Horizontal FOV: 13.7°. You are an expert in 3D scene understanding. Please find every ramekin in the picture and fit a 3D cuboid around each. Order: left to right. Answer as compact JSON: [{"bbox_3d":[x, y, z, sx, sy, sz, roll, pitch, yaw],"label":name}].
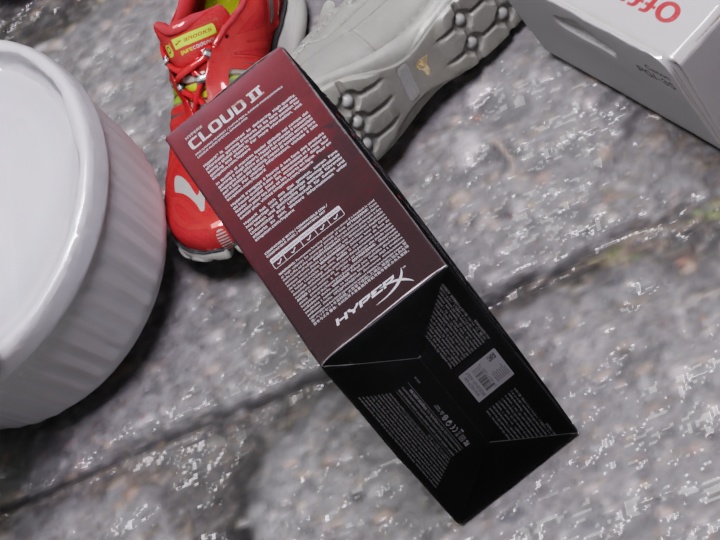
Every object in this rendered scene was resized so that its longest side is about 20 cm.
[{"bbox_3d":[-0.189,-0.011,1.546,0.202,0.094,0.203,-16,61,32],"label":"ramekin"}]

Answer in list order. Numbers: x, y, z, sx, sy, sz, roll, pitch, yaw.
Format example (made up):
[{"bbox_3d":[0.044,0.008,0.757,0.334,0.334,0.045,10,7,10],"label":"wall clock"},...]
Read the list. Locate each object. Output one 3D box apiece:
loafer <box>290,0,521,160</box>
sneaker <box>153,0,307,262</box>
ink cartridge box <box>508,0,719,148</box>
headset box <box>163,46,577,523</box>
[{"bbox_3d":[-0.001,-0.104,1.532,0.200,0.070,0.070,-38,42,-19],"label":"loafer"},{"bbox_3d":[-0.080,-0.095,1.568,0.077,0.085,0.200,-16,51,22],"label":"sneaker"},{"bbox_3d":[0.181,-0.176,1.466,0.200,0.083,0.146,-48,47,-8],"label":"ink cartridge box"},{"bbox_3d":[0.000,0.000,1.406,0.077,0.149,0.200,-38,47,1],"label":"headset box"}]
